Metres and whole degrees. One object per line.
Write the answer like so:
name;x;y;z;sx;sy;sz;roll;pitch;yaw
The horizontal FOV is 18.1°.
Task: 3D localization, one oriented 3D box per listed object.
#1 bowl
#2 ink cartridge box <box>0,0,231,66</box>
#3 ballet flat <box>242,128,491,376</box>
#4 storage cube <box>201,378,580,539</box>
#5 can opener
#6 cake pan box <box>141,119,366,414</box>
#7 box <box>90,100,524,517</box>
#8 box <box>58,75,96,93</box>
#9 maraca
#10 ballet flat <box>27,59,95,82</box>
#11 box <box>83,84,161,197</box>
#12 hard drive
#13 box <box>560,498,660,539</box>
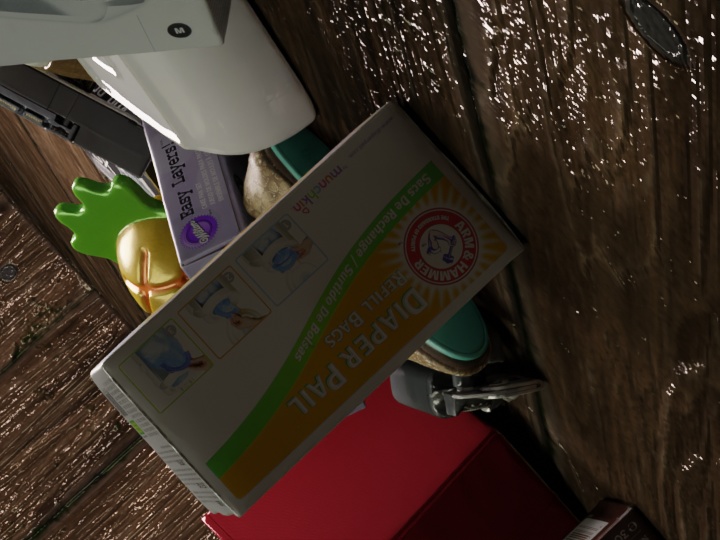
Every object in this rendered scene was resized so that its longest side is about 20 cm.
bowl;-0.130;-0.154;1.299;0.200;0.075;0.200;35;165;49
ink cartridge box;-0.183;-0.175;1.121;0.200;0.199;0.041;67;-158;-55
ballet flat;0.000;0.000;1.321;0.200;0.070;0.065;51;132;24
storage cube;0.034;0.188;1.558;0.171;0.180;0.200;47;172;-36
can opener;0.061;0.056;1.400;0.200;0.053;0.067;-174;75;-77
cake pan box;-0.070;-0.016;1.455;0.200;0.052;0.184;56;-167;-47
box;-0.029;0.020;1.149;0.101;0.200;0.112;48;169;-3
box;-0.261;-0.184;1.635;0.160;0.044;0.200;28;179;-6
maraca;-0.132;-0.012;1.692;0.200;0.107;0.137;27;143;-12
ballet flat;-0.220;-0.176;1.374;0.068;0.072;0.200;18;145;37
box;-0.179;-0.100;1.806;0.200;0.050;0.158;39;167;42
hard drive;-0.207;-0.112;1.557;0.139;0.038;0.200;27;180;-7
box;0.188;0.251;1.407;0.200;0.100;0.075;49;171;-6
